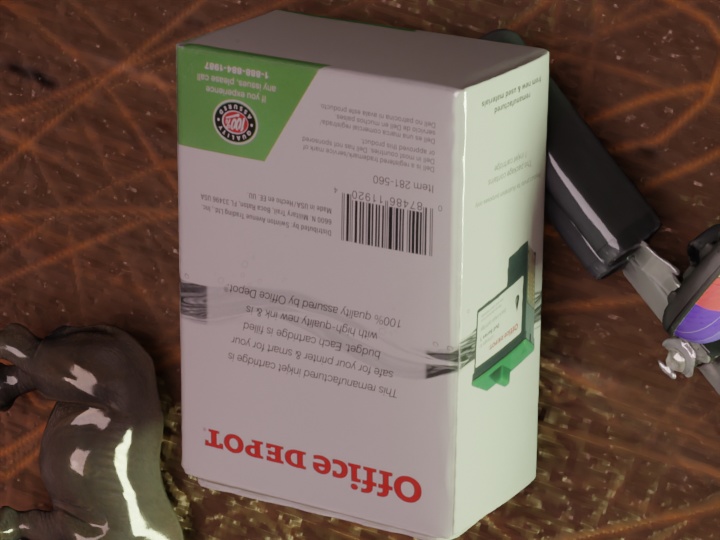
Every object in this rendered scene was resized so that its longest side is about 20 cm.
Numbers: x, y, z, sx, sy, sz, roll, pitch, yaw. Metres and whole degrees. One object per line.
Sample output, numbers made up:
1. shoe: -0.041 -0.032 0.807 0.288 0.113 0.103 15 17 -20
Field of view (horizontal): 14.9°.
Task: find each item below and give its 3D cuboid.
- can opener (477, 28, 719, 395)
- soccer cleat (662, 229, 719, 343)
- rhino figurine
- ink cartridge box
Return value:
1. can opener: 0.118 -0.025 1.205 0.066 0.053 0.200 -40 83 -15
2. soccer cleat: 0.214 -0.026 1.136 0.200 0.068 0.073 -40 83 1
3. rhino figurine: -0.127 0.119 1.296 0.087 0.060 0.201 -7 97 10
4. ink cartridge box: 0.000 0.000 1.196 0.146 0.084 0.201 12 111 30
